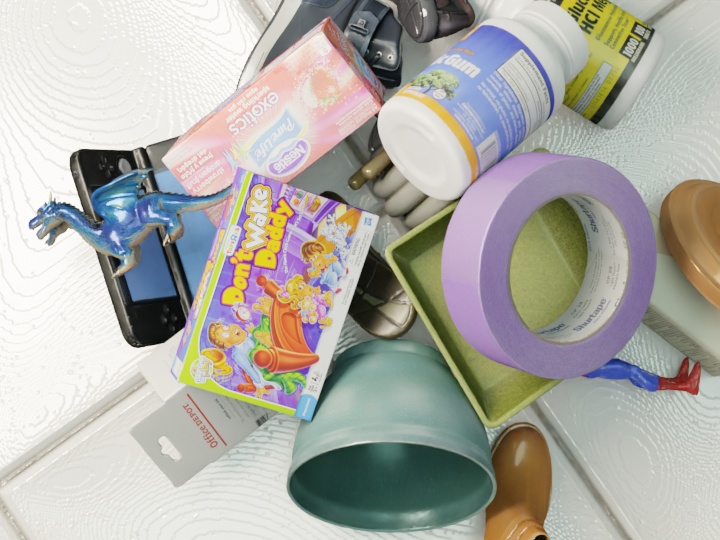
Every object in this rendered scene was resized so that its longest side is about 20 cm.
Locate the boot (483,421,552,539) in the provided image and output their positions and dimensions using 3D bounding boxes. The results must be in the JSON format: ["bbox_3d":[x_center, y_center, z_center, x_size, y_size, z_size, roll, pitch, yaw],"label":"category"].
[{"bbox_3d":[0.158,0.246,1.469,0.073,0.155,0.202,9,83,-3],"label":"boot"}]

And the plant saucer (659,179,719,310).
[{"bbox_3d":[0.387,-0.016,1.509,0.199,0.032,0.201,22,40,-20],"label":"plant saucer"}]

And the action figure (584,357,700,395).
[{"bbox_3d":[0.241,0.072,1.541,0.198,0.065,0.100,2,90,-5],"label":"action figure"}]

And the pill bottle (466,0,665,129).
[{"bbox_3d":[0.200,-0.240,1.546,0.199,0.112,0.113,31,83,0],"label":"pill bottle"}]

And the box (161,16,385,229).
[{"bbox_3d":[-0.081,-0.140,1.454,0.199,0.103,0.095,-37,101,12],"label":"box"}]

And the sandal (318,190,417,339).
[{"bbox_3d":[0.000,0.000,1.506,0.082,0.055,0.200,-49,51,6],"label":"sandal"}]

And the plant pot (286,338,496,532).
[{"bbox_3d":[0.030,0.151,1.467,0.198,0.201,0.135,3,57,-3],"label":"plant pot"}]

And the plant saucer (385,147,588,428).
[{"bbox_3d":[0.142,0.017,1.461,0.199,0.048,0.201,-33,96,-17],"label":"plant saucer"}]

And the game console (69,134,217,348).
[{"bbox_3d":[-0.173,-0.041,1.502,0.116,0.176,0.202,-21,84,23],"label":"game console"}]

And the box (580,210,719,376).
[{"bbox_3d":[0.314,0.017,1.537,0.199,0.095,0.078,37,82,-1],"label":"box"}]

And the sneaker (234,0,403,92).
[{"bbox_3d":[-0.038,-0.197,1.542,0.145,0.077,0.203,28,80,2],"label":"sneaker"}]

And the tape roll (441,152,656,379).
[{"bbox_3d":[0.174,-0.005,1.386,0.199,0.066,0.202,-5,101,-28],"label":"tape roll"}]

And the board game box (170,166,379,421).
[{"bbox_3d":[-0.079,0.022,1.399,0.133,0.045,0.202,17,94,-18],"label":"board game box"}]

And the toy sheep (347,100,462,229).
[{"bbox_3d":[0.067,-0.102,1.514,0.138,0.138,0.200,-41,98,-7],"label":"toy sheep"}]

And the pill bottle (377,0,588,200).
[{"bbox_3d":[0.120,-0.166,1.423,0.200,0.112,0.112,-42,88,-24],"label":"pill bottle"}]

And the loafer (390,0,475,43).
[{"bbox_3d":[0.056,-0.304,1.542,0.062,0.072,0.201,-9,51,-18],"label":"loafer"}]

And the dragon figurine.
[{"bbox_3d":[-0.211,-0.061,1.403,0.199,0.059,0.100,-32,93,10],"label":"dragon figurine"}]

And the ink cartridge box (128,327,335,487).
[{"bbox_3d":[-0.135,0.105,1.479,0.199,0.116,0.068,-37,46,-8],"label":"ink cartridge box"}]
